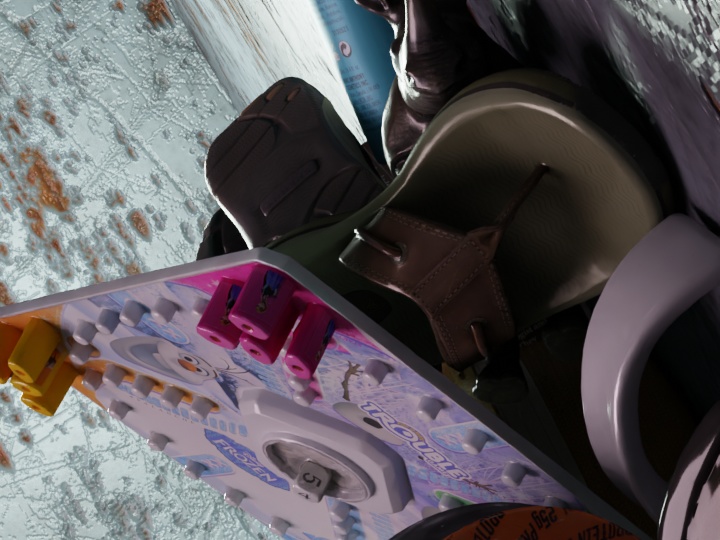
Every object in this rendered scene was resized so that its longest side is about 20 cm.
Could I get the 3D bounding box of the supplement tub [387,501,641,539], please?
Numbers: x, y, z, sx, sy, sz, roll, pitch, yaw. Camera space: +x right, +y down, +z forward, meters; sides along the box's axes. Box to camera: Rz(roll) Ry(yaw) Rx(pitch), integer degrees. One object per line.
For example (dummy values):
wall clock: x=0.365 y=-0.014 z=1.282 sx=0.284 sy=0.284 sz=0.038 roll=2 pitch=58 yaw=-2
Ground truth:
supplement tub: x=0.035 y=0.146 z=0.775 sx=0.123 sy=0.123 sz=0.200 roll=58 pitch=160 yaw=11

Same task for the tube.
tube: x=-0.015 y=-0.139 z=0.944 sx=0.200 sy=0.050 sz=0.077 roll=63 pitch=174 yaw=-10

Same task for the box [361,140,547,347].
box: x=0.061 y=0.033 z=1.122 sx=0.200 sy=0.075 sz=0.100 roll=62 pitch=176 yaw=-24

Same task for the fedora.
fedora: x=0.097 y=0.086 z=0.974 sx=0.201 sy=0.082 sz=0.201 roll=64 pitch=180 yaw=1

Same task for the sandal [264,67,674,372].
sandal: x=0.024 y=0.005 z=0.775 sx=0.080 sy=0.057 sz=0.201 roll=40 pitch=137 yaw=-13

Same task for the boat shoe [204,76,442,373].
boat shoe: x=0.000 y=0.000 z=0.936 sx=0.073 sy=0.074 sz=0.200 roll=40 pitch=-161 yaw=-35

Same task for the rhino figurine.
rhino figurine: x=0.037 y=-0.041 z=0.838 sx=0.200 sy=0.060 sz=0.087 roll=65 pitch=-162 yaw=-53

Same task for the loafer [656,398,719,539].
loafer: x=0.126 y=0.113 z=0.630 sx=0.071 sy=0.073 sz=0.200 roll=28 pitch=131 yaw=51

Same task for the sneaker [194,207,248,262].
sneaker: x=-0.013 y=0.044 z=1.064 sx=0.079 sy=0.075 sz=0.200 roll=50 pitch=-171 yaw=-51

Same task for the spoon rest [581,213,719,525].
spoon rest: x=0.120 y=0.080 z=0.746 sx=0.200 sy=0.061 sz=0.099 roll=61 pitch=174 yaw=-24

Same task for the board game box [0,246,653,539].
board game box: x=-0.015 y=0.069 z=0.855 sx=0.200 sy=0.026 sz=0.200 roll=39 pitch=154 yaw=-24
